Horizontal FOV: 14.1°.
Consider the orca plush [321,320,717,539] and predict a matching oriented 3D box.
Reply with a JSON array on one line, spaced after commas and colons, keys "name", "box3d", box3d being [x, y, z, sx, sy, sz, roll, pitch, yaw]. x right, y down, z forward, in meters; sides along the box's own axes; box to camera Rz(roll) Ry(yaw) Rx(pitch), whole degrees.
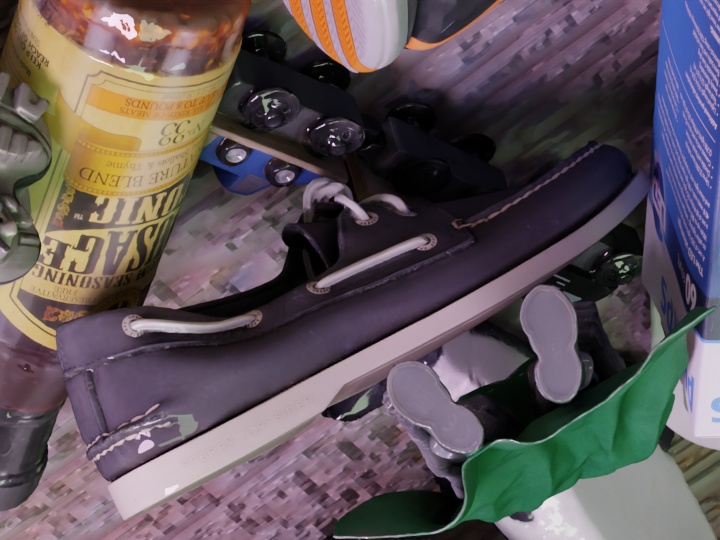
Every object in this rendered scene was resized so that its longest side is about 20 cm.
[{"name": "orca plush", "box3d": [0.048, 0.076, 1.012, 0.071, 0.106, 0.200, -15, 152, 37]}]

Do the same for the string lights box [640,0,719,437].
[{"name": "string lights box", "box3d": [0.121, -0.063, 0.839, 0.059, 0.103, 0.201, -1, 118, -4]}]

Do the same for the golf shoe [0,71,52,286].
[{"name": "golf shoe", "box3d": [-0.185, -0.037, 0.776, 0.200, 0.079, 0.097, 26, 153, -22]}]

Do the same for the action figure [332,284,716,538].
[{"name": "action figure", "box3d": [0.050, 0.045, 0.869, 0.118, 0.055, 0.200, -27, 169, 2]}]

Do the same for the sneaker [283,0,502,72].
[{"name": "sneaker", "box3d": [0.020, -0.157, 0.770, 0.112, 0.078, 0.200, -29, 135, -21]}]

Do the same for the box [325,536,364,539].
[{"name": "box", "box3d": [-0.058, 0.201, 1.074, 0.200, 0.079, 0.141, -26, 135, -1]}]

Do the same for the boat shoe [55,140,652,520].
[{"name": "boat shoe", "box3d": [0.000, 0.000, 0.854, 0.200, 0.063, 0.073, -30, 176, -26]}]

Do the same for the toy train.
[{"name": "toy train", "box3d": [0.015, -0.027, 0.919, 0.200, 0.034, 0.046, 23, 130, -41]}]

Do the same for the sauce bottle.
[{"name": "sauce bottle", "box3d": [-0.088, -0.012, 0.857, 0.066, 0.066, 0.200, -1, 133, -26]}]

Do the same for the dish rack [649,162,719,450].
[{"name": "dish rack", "box3d": [0.197, -0.007, 0.975, 0.199, 0.044, 0.172, 0, 137, 7]}]
